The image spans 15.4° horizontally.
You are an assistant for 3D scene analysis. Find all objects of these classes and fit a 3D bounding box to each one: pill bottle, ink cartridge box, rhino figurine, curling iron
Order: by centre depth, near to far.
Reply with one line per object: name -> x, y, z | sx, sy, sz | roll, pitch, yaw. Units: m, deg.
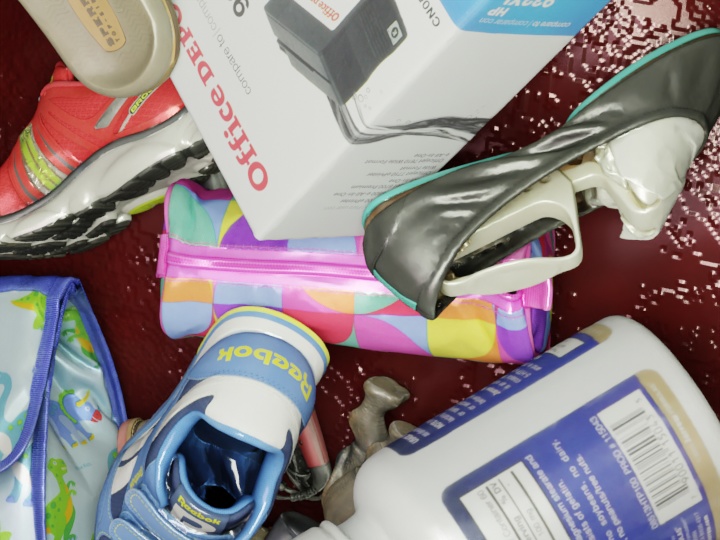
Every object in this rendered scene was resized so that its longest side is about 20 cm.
ink cartridge box -> 0.005, -0.128, 1.178 | 0.200, 0.084, 0.145 | -45, 64, 36
pill bottle -> 0.065, 0.118, 1.216 | 0.200, 0.120, 0.120 | -29, 98, -11
rhino figurine -> 0.070, 0.139, 1.322 | 0.200, 0.060, 0.088 | 29, 116, 3
curling iron -> -0.057, 0.028, 1.350 | 0.050, 0.026, 0.200 | -9, 105, 22

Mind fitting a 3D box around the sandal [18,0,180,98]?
sandal -> -0.156, -0.157, 1.181 | 0.080, 0.054, 0.200 | -29, 101, 33

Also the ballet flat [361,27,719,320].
ballet flat -> 0.098, -0.035, 1.203 | 0.200, 0.068, 0.068 | -29, 62, -3

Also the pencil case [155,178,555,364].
pencil case -> 0.000, 0.000, 1.275 | 0.200, 0.088, 0.089 | 2, 109, 13

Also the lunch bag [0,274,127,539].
lunch bag -> -0.213, 0.102, 1.391 | 0.170, 0.127, 0.200 | -1, 96, 24

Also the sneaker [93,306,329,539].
sneaker -> -0.082, 0.108, 1.275 | 0.074, 0.082, 0.200 | 22, 127, -8

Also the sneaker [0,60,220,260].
sneaker -> -0.144, -0.061, 1.340 | 0.200, 0.077, 0.085 | -25, 75, 29

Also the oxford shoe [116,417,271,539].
oxford shoe -> -0.053, 0.151, 1.377 | 0.075, 0.070, 0.200 | -29, 104, 18

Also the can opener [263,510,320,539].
can opener -> -0.004, 0.205, 1.277 | 0.200, 0.063, 0.079 | 50, 137, 36
